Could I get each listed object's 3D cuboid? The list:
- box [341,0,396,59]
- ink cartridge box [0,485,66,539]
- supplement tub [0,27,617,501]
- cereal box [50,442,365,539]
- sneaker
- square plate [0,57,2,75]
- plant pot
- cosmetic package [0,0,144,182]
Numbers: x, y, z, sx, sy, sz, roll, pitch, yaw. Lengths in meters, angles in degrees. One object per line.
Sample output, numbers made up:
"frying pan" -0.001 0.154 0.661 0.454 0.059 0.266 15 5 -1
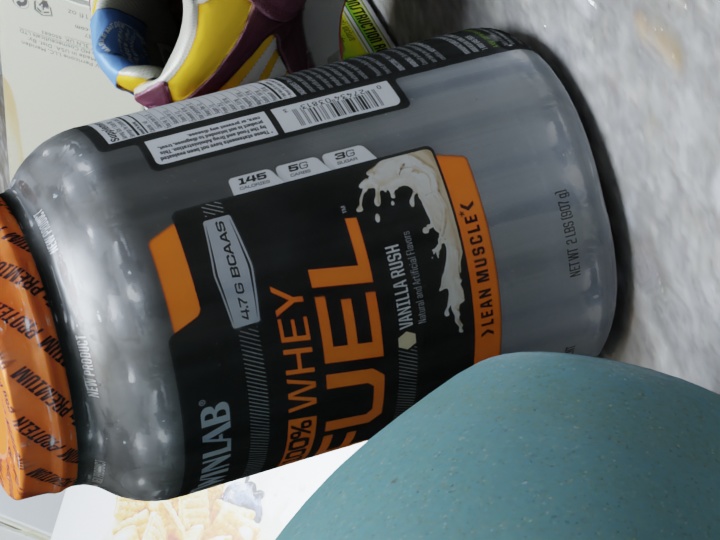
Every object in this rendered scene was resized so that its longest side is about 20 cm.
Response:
"box" 0.000 0.000 0.999 0.200 0.035 0.110 94 154 -47
"ink cartridge box" -0.113 0.110 1.153 0.200 0.084 0.145 102 -170 -57
"supplement tub" -0.029 0.001 0.813 0.123 0.199 0.123 164 90 -73
"cereal box" -0.059 0.125 0.963 0.144 0.039 0.201 22 99 36
"sneaker" -0.052 -0.077 0.869 0.075 0.090 0.200 56 158 30
"square plate" -0.210 -0.112 1.289 0.200 0.198 0.029 -177 79 -72
"plant pot" 0.058 0.101 0.701 0.200 0.200 0.135 130 157 -69
"cosmetic package" -0.107 -0.079 1.129 0.200 0.071 0.105 96 -163 -47
